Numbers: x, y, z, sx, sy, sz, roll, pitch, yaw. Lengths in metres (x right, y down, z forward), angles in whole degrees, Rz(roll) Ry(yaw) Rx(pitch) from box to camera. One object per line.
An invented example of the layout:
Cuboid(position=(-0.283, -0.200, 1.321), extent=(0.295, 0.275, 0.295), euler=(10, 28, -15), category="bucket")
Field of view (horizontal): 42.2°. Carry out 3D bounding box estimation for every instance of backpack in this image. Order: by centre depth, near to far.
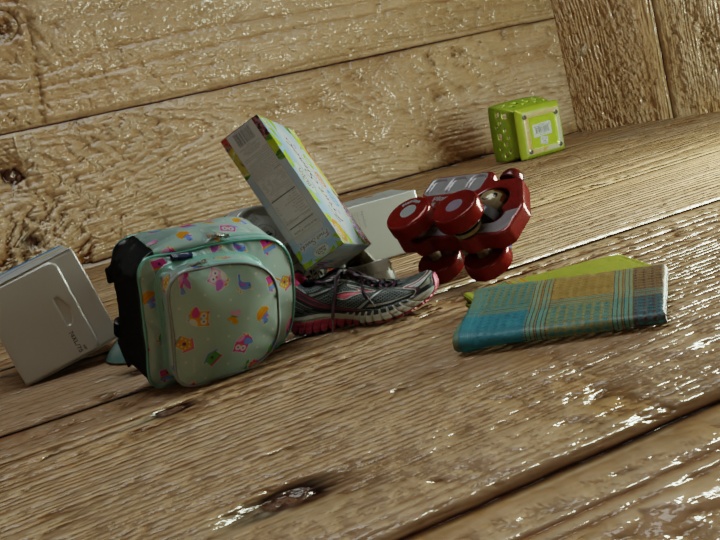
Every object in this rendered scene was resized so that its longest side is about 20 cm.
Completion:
Cuboid(position=(-0.169, 0.032, 1.079), extent=(0.200, 0.176, 0.153), euler=(-19, 27, -37), category="backpack")

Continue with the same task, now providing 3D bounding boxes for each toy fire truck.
Cuboid(position=(0.145, -0.078, 1.271), extent=(0.200, 0.112, 0.168), euler=(-4, 42, 45), category="toy fire truck")

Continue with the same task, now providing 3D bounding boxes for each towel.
Cuboid(position=(0.200, 0.037, 0.921), extent=(0.200, 0.022, 0.147), euler=(-9, 16, 21), category="towel")
Cuboid(position=(0.223, 0.018, 1.063), extent=(0.200, 0.018, 0.086), euler=(-14, 14, -9), category="towel")

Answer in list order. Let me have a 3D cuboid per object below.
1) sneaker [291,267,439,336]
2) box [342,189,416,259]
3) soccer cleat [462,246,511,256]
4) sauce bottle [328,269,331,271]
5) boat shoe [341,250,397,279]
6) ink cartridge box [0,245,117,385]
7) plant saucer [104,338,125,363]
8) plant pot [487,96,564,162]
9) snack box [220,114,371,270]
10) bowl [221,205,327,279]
Cuboid(position=(-0.002, 0.028, 1.154), extent=(0.200, 0.075, 0.081), euler=(-11, 9, 13), category="sneaker")
Cuboid(position=(0.000, -0.072, 1.696), extent=(0.200, 0.106, 0.152), euler=(-16, 8, -11), category="box")
Cuboid(position=(0.155, -0.053, 1.394), extent=(0.065, 0.084, 0.200), euler=(-18, 9, -27), category="soccer cleat")
Cuboid(position=(-0.083, -0.009, 1.565), extent=(0.200, 0.065, 0.065), euler=(-6, 12, 40), category="sauce bottle")
Cuboid(position=(0.000, 0.000, 1.348), extent=(0.071, 0.070, 0.200), euler=(-16, 9, -15), category="boat shoe")
Cuboid(position=(-0.465, 0.059, 1.380), extent=(0.146, 0.147, 0.200), euler=(-30, 12, -18), category="ink cartridge box")
Cuboid(position=(-0.274, 0.084, 1.350), extent=(0.201, 0.039, 0.201), euler=(-14, 9, 2), category="plant saucer")
Cuboid(position=(0.566, -0.474, 3.138), extent=(0.200, 0.199, 0.181), euler=(-16, 15, -19), category="plant pot")
Cuboid(position=(-0.081, -0.098, 1.234), extent=(0.068, 0.200, 0.169), euler=(-36, -7, 11), category="snack box")
Cuboid(position=(-0.136, -0.028, 1.293), extent=(0.201, 0.094, 0.201), euler=(8, 46, -8), category="bowl")
